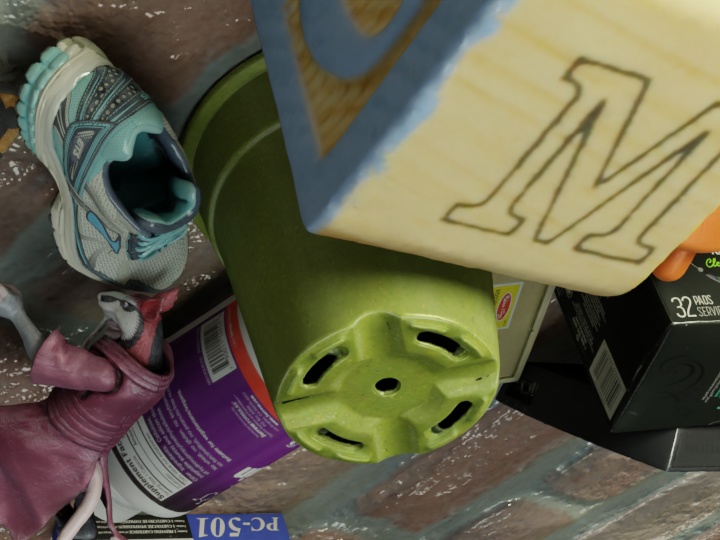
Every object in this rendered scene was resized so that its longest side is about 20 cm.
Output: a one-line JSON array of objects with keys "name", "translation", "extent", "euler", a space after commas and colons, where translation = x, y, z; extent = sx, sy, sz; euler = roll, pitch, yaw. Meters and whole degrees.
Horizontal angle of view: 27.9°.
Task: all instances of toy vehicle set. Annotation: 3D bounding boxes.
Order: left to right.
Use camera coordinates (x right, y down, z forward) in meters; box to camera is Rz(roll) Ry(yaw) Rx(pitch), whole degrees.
[{"name": "toy vehicle set", "translation": [0.074, 0.021, 1.043], "extent": [0.124, 0.027, 0.200], "euler": [-5, 143, -14]}]

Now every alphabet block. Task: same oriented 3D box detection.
[{"name": "alphabet block", "translation": [0.084, -0.128, 0.711], "extent": [0.199, 0.196, 0.196], "euler": [12, 138, -32]}]

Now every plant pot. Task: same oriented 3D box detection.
[{"name": "plant pot", "translation": [0.000, 0.000, 0.826], "extent": [0.199, 0.191, 0.201], "euler": [-5, 136, -5]}]

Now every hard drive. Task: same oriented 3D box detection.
[{"name": "hard drive", "translation": [0.209, 0.107, 1.094], "extent": [0.134, 0.200, 0.043], "euler": [5, 97, -32]}]

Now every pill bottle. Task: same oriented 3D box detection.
[{"name": "pill bottle", "translation": [-0.109, 0.096, 1.000], "extent": [0.200, 0.113, 0.112], "euler": [-32, 141, 22]}]

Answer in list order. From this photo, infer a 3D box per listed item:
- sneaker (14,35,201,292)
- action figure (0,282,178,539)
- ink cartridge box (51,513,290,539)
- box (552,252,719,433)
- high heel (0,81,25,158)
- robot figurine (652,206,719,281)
[{"name": "sneaker", "translation": [-0.128, -0.036, 0.814], "extent": [0.078, 0.086, 0.200], "euler": [-47, 153, -18]}, {"name": "action figure", "translation": [-0.169, 0.089, 0.885], "extent": [0.134, 0.149, 0.200], "euler": [4, 136, -49]}, {"name": "ink cartridge box", "translation": [-0.150, 0.250, 1.201], "extent": [0.199, 0.094, 0.044], "euler": [4, 129, -26]}, {"name": "box", "translation": [0.256, 0.013, 0.998], "extent": [0.199, 0.149, 0.125], "euler": [-3, 141, -18]}, {"name": "high heel", "translation": [-0.222, -0.023, 0.835], "extent": [0.142, 0.072, 0.200], "euler": [-18, 139, 4]}, {"name": "robot figurine", "translation": [0.203, -0.092, 0.852], "extent": [0.116, 0.144, 0.201], "euler": [-7, 132, -30]}]
